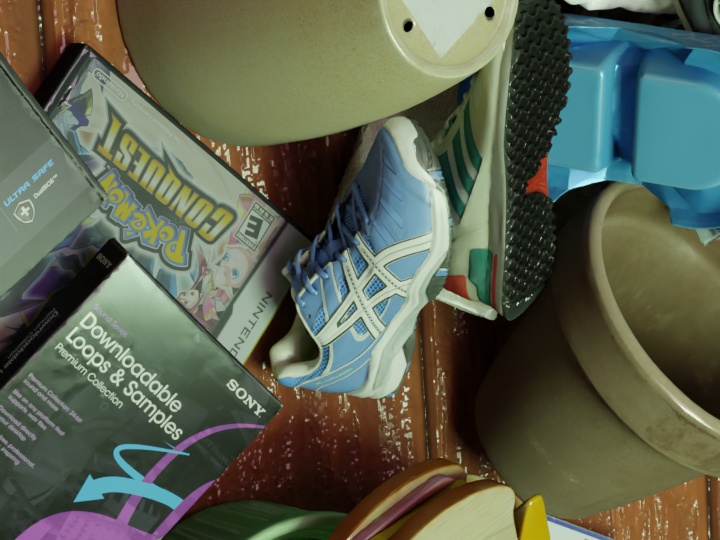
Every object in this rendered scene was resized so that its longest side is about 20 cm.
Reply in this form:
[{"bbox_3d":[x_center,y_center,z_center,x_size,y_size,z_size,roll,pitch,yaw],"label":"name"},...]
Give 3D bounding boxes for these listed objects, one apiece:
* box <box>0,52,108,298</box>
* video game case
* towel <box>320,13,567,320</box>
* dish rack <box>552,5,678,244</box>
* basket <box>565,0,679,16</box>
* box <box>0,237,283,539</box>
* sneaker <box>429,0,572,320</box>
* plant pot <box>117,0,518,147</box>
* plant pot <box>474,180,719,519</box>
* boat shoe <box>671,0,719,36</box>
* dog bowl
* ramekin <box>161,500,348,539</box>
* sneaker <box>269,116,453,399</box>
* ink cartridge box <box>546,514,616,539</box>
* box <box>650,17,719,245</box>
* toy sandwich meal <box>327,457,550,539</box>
[{"bbox_3d":[-0.263,-0.050,1.048,0.200,0.050,0.199,-44,113,-21],"label":"box"},{"bbox_3d":[-0.139,0.003,1.171,0.200,0.025,0.182,40,74,-32],"label":"video game case"},{"bbox_3d":[0.063,-0.081,1.268,0.131,0.034,0.202,19,84,-12],"label":"towel"},{"bbox_3d":[0.172,-0.088,1.364,0.171,0.043,0.201,33,77,-34],"label":"dish rack"},{"bbox_3d":[0.193,-0.277,1.245,0.198,0.161,0.199,1,125,-35],"label":"basket"},{"bbox_3d":[-0.157,0.101,1.138,0.200,0.036,0.143,-48,121,-6],"label":"box"},{"bbox_3d":[0.064,-0.073,1.182,0.070,0.093,0.202,-32,131,-48],"label":"sneaker"},{"bbox_3d":[-0.008,-0.156,1.134,0.186,0.199,0.189,-6,100,-34],"label":"plant pot"},{"bbox_3d":[0.167,0.069,1.284,0.199,0.175,0.201,25,41,-25],"label":"plant pot"},{"bbox_3d":[0.250,-0.114,1.214,0.072,0.063,0.201,-39,116,-5],"label":"boat shoe"},{"bbox_3d":[0.158,-0.093,1.198,0.050,0.198,0.113,-45,141,-54],"label":"dog bowl"},{"bbox_3d":[-0.056,0.234,1.216,0.198,0.097,0.202,-5,100,-34],"label":"ramekin"},{"bbox_3d":[0.000,0.000,1.185,0.076,0.076,0.201,-3,129,-22],"label":"sneaker"},{"bbox_3d":[0.084,0.255,1.351,0.195,0.043,0.202,23,80,-35],"label":"ink cartridge box"},{"bbox_3d":[0.257,-0.107,1.325,0.199,0.040,0.138,-21,77,-42],"label":"box"},{"bbox_3d":[0.056,0.207,1.186,0.204,0.070,0.208,-6,100,-35],"label":"toy sandwich meal"}]
